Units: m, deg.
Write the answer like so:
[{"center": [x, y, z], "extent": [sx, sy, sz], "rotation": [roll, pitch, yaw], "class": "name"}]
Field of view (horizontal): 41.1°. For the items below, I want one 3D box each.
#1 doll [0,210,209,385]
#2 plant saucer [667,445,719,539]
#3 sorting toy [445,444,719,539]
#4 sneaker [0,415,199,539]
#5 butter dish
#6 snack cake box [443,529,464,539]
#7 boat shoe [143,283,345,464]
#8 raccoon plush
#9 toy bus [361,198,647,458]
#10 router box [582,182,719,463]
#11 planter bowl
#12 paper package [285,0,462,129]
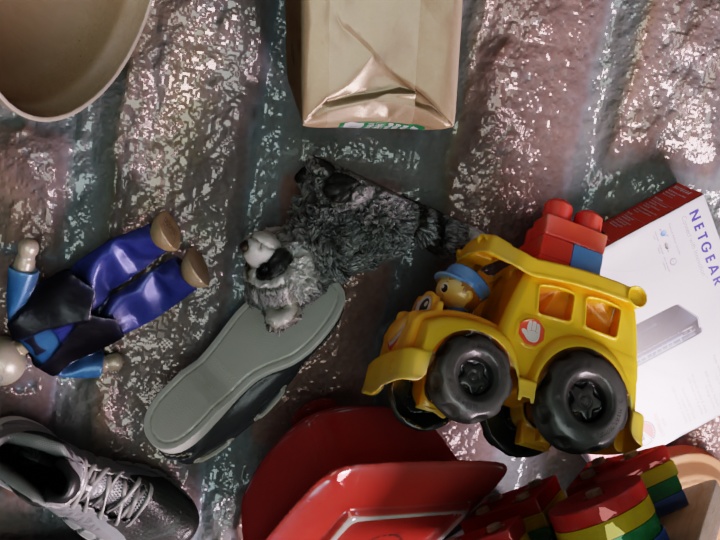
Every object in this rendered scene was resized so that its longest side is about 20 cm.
[{"center": [-0.224, 0.027, 0.766], "extent": [0.198, 0.049, 0.137], "rotation": [-32, 118, 8], "class": "doll"}, {"center": [0.280, 0.261, 0.893], "extent": [0.197, 0.032, 0.204], "rotation": [-10, 113, -25], "class": "plant saucer"}, {"center": [0.154, 0.194, 0.706], "extent": [0.197, 0.199, 0.071], "rotation": [-26, 83, 24], "class": "sorting toy"}, {"center": [-0.216, 0.182, 0.771], "extent": [0.198, 0.115, 0.076], "rotation": [26, 76, -15], "class": "sneaker"}, {"center": [-0.016, 0.174, 0.798], "extent": [0.197, 0.149, 0.200], "rotation": [7, 132, -39], "class": "butter dish"}, {"center": [0.086, 0.319, 0.887], "extent": [0.198, 0.067, 0.116], "rotation": [-30, 115, 1], "class": "snack cake box"}, {"center": [-0.089, 0.084, 0.799], "extent": [0.200, 0.074, 0.061], "rotation": [-45, 151, -11], "class": "boat shoe"}, {"center": [0.000, 0.000, 0.762], "extent": [0.197, 0.097, 0.136], "rotation": [22, 97, -14], "class": "raccoon plush"}, {"center": [0.117, 0.036, 0.733], "extent": [0.196, 0.136, 0.196], "rotation": [15, 76, -12], "class": "toy bus"}, {"center": [0.246, 0.054, 0.848], "extent": [0.177, 0.049, 0.202], "rotation": [-28, 109, 0], "class": "router box"}, {"center": [-0.238, -0.218, 0.632], "extent": [0.133, 0.200, 0.204], "rotation": [22, 104, 13], "class": "planter bowl"}, {"center": [0.002, -0.204, 0.655], "extent": [0.101, 0.200, 0.194], "rotation": [-2, 108, -8], "class": "paper package"}]
